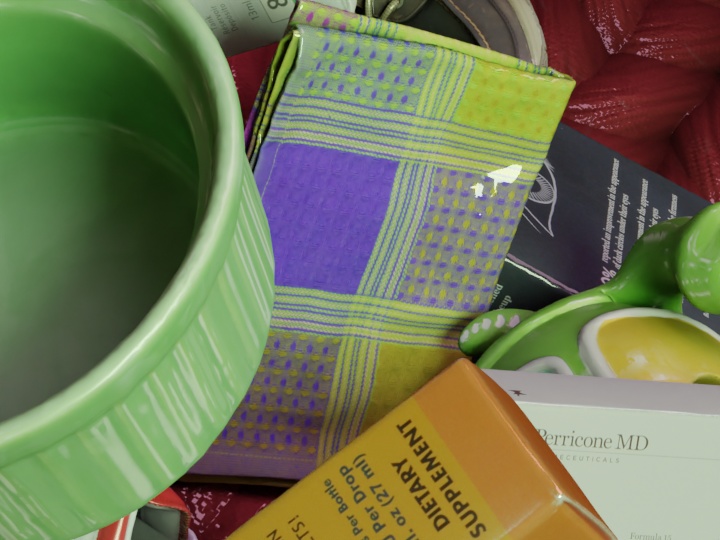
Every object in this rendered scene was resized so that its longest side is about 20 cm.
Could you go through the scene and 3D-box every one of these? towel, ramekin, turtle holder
[{"bbox_3d":[0.000,0.000,1.058,0.143,0.200,0.023,11,16,-32],"label":"towel"},{"bbox_3d":[-0.124,-0.005,0.855,0.200,0.200,0.098,53,-7,32],"label":"ramekin"},{"bbox_3d":[0.116,0.076,1.041,0.141,0.186,0.132,47,-3,-23],"label":"turtle holder"}]

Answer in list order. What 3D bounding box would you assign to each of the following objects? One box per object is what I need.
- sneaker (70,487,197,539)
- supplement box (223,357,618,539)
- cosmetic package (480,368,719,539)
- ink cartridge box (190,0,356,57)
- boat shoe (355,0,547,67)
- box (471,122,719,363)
[{"bbox_3d":[-0.113,0.051,0.920,0.112,0.071,0.200,-7,56,7],"label":"sneaker"},{"bbox_3d":[-0.018,0.119,0.852,0.067,0.200,0.069,54,7,29],"label":"supplement box"},{"bbox_3d":[0.120,0.119,0.953,0.200,0.151,0.052,5,13,-21],"label":"cosmetic package"},{"bbox_3d":[-0.094,-0.146,1.157,0.161,0.200,0.050,-85,151,-47],"label":"ink cartridge box"},{"bbox_3d":[0.015,-0.111,1.153,0.073,0.075,0.200,-4,34,-25],"label":"boat shoe"},{"bbox_3d":[0.060,0.002,1.188,0.200,0.104,0.148,28,30,-6],"label":"box"}]
